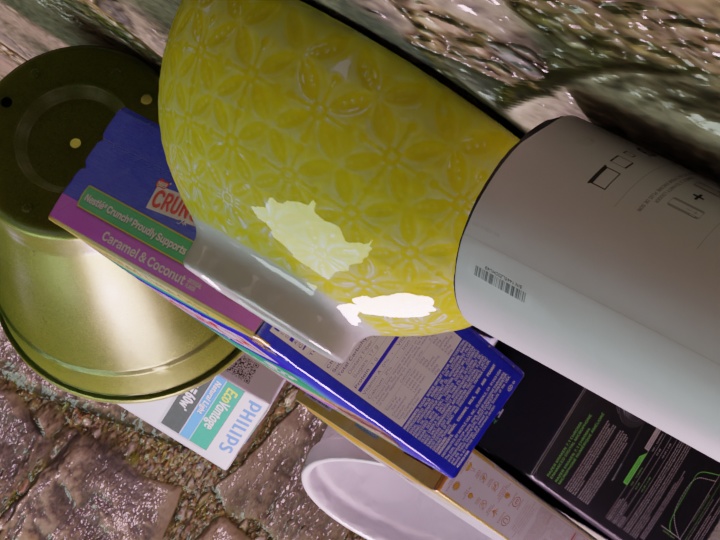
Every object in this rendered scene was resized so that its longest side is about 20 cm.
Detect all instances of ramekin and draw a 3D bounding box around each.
[{"bbox_3d":[0.062,0.152,1.649,0.200,0.105,0.200,17,155,8],"label":"ramekin"}]

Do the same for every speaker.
[{"bbox_3d":[0.130,0.025,0.646,0.200,0.081,0.081,29,174,29],"label":"speaker"}]

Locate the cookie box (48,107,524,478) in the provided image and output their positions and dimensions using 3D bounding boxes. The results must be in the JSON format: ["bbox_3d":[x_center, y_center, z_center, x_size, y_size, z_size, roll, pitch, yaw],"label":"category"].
[{"bbox_3d":[-0.036,0.013,1.081,0.171,0.075,0.200,28,173,41],"label":"cookie box"}]

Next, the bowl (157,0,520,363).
[{"bbox_3d":[-0.013,-0.026,0.866,0.200,0.108,0.200,31,176,3],"label":"bowl"}]

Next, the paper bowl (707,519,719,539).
[{"bbox_3d":[0.301,0.202,1.233,0.201,0.104,0.201,32,175,3],"label":"paper bowl"}]

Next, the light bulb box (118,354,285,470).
[{"bbox_3d":[-0.171,0.073,2.247,0.200,0.198,0.125,32,131,-2],"label":"light bulb box"}]

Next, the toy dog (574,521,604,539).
[{"bbox_3d":[0.189,0.180,1.556,0.200,0.140,0.194,35,-174,-39],"label":"toy dog"}]

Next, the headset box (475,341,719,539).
[{"bbox_3d":[0.124,0.098,1.356,0.200,0.093,0.174,36,174,-41],"label":"headset box"}]

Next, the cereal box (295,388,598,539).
[{"bbox_3d":[0.065,0.134,1.311,0.144,0.040,0.200,29,173,45],"label":"cereal box"}]

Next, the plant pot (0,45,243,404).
[{"bbox_3d":[-0.159,-0.041,1.308,0.200,0.200,0.193,30,164,17],"label":"plant pot"}]

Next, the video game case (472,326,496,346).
[{"bbox_3d":[0.000,-0.026,1.159,0.200,0.045,0.181,32,175,5],"label":"video game case"}]
